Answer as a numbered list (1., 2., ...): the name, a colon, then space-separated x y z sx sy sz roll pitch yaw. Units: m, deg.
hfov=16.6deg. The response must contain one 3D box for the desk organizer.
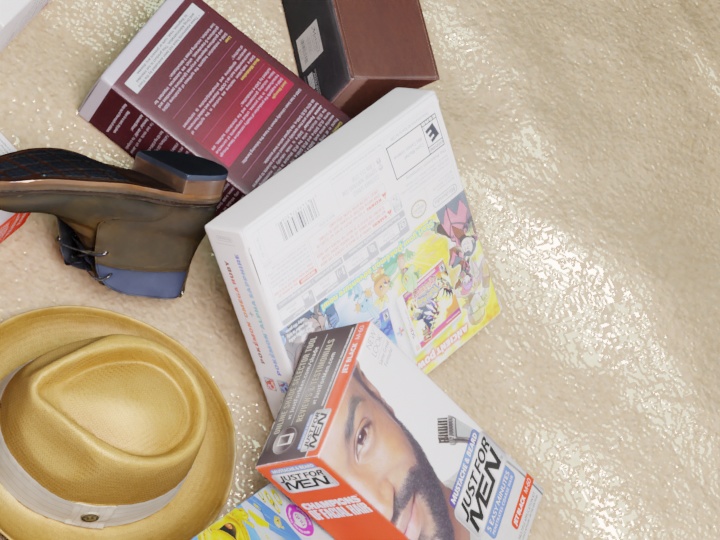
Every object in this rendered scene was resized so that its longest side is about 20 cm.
1. desk organizer: -0.010 -0.213 1.826 0.077 0.072 0.201 -2 67 -29

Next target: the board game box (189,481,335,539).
1. board game box: -0.043 0.244 1.537 0.200 0.056 0.196 51 23 4

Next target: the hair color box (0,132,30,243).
1. hair color box: -0.309 -0.025 1.596 0.102 0.061 0.200 47 54 2

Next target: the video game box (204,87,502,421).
1. video game box: 0.000 0.000 1.686 0.200 0.047 0.183 -37 119 -35

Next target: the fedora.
1. fedora: -0.165 0.097 1.590 0.200 0.082 0.201 11 61 -20

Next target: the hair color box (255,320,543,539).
1. hair color box: 0.030 0.138 1.631 0.200 0.064 0.111 43 52 -31

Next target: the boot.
1. boot: -0.174 -0.025 1.616 0.200 0.097 0.075 -1 21 -43

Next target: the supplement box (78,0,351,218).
1. supplement box: -0.086 -0.095 1.737 0.200 0.061 0.109 39 57 -3

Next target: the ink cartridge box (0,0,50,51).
1. ink cartridge box: -0.265 -0.224 1.709 0.115 0.068 0.200 39 56 -3
